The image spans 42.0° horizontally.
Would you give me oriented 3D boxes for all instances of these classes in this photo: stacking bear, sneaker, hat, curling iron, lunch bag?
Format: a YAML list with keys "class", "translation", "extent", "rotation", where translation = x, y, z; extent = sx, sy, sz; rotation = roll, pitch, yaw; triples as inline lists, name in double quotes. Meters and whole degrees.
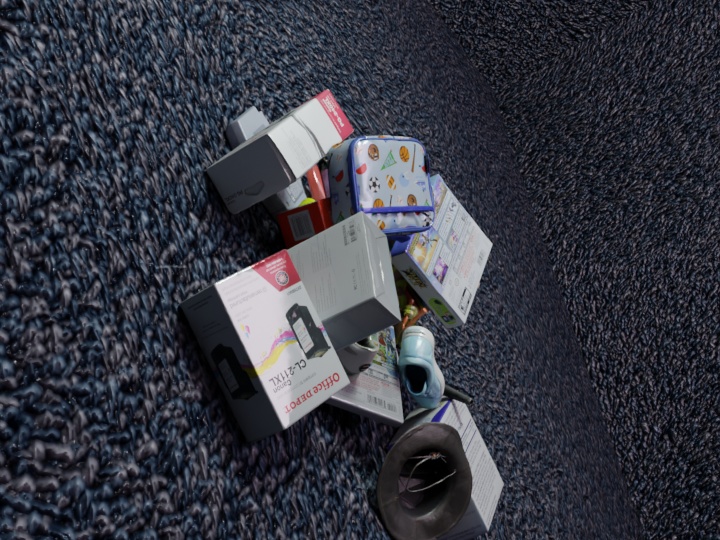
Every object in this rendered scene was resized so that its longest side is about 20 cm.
- class: "stacking bear"
  translation: [0.010, -0.153, 1.673]
  extent: [0.122, 0.197, 0.115]
  rotation: [77, -3, -60]
- class: "sneaker"
  translation: [0.093, 0.184, 1.556]
  extent: [0.202, 0.073, 0.083]
  rotation: [72, 27, -45]
- class: "hat"
  translation: [0.085, 0.332, 1.496]
  extent: [0.198, 0.080, 0.204]
  rotation: [-5, 100, -34]
- class: "sneaker"
  translation: [-0.027, 0.059, 1.435]
  extent: [0.073, 0.088, 0.202]
  rotation: [-8, 63, -47]
- class: "curling iron"
  translation: [0.123, 0.199, 1.674]
  extent: [0.199, 0.026, 0.050]
  rotation: [27, -16, 42]
- class: "lunch bag"
  translation: [0.038, -0.124, 1.454]
  extent: [0.198, 0.075, 0.163]
  rotation: [-5, 86, -46]

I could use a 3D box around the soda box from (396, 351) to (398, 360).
- class: "soda box"
  translation: [0.006, 0.083, 1.623]
  extent: [0.063, 0.068, 0.203]
  rotation: [32, 38, -53]

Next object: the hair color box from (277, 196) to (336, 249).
- class: "hair color box"
  translation: [-0.027, -0.093, 1.502]
  extent: [0.199, 0.101, 0.062]
  rotation: [-22, 97, -46]

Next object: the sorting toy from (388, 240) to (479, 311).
- class: "sorting toy"
  translation: [0.088, -0.004, 1.745]
  extent: [0.202, 0.197, 0.070]
  rotation: [58, 27, -14]

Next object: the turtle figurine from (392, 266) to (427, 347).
- class: "turtle figurine"
  translation: [0.074, 0.077, 1.657]
  extent: [0.063, 0.201, 0.163]
  rotation: [-2, 55, -21]

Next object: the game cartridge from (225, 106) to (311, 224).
- class: "game cartridge"
  translation: [-0.152, -0.171, 1.577]
  extent: [0.202, 0.040, 0.134]
  rotation: [60, 17, -14]

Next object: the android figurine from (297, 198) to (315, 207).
- class: "android figurine"
  translation: [-0.052, -0.035, 1.563]
  extent: [0.183, 0.041, 0.201]
  rotation: [57, 45, -20]

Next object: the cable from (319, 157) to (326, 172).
- class: "cable"
  translation: [-0.055, -0.212, 1.838]
  extent: [0.097, 0.050, 0.203]
  rotation: [23, 47, -59]

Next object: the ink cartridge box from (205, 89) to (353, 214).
- class: "ink cartridge box"
  translation: [-0.122, -0.183, 1.442]
  extent: [0.084, 0.144, 0.200]
  rotation: [58, 37, -12]

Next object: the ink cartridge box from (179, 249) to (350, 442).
- class: "ink cartridge box"
  translation: [-0.120, 0.096, 1.217]
  extent: [0.145, 0.082, 0.202]
  rotation: [-29, 93, -49]

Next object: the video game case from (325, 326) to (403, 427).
- class: "video game case"
  translation: [-0.020, 0.136, 1.466]
  extent: [0.198, 0.022, 0.184]
  rotation: [24, 44, -32]

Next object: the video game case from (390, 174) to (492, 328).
- class: "video game case"
  translation: [0.144, -0.034, 1.644]
  extent: [0.182, 0.045, 0.201]
  rotation: [49, 45, -26]

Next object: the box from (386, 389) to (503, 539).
- class: "box"
  translation: [0.151, 0.341, 1.630]
  extent: [0.202, 0.104, 0.184]
  rotation: [64, 20, -3]

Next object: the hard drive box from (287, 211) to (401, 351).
- class: "hard drive box"
  translation: [-0.052, 0.032, 1.351]
  extent: [0.077, 0.198, 0.158]
  rotation: [42, 31, -46]
